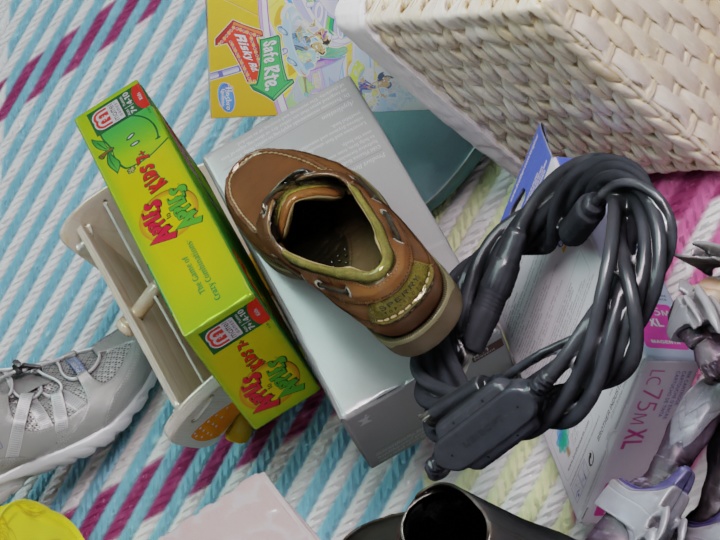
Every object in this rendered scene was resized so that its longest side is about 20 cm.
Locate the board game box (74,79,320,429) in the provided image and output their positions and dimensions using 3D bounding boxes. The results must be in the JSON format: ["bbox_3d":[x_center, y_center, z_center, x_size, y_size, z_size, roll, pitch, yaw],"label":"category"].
[{"bbox_3d":[-0.098,-0.011,1.548,0.048,0.102,0.200,-32,48,1],"label":"board game box"}]

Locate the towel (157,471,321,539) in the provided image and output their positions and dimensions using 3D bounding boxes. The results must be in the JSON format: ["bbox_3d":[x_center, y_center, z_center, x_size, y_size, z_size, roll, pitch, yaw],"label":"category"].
[{"bbox_3d":[-0.087,0.225,1.434,0.200,0.032,0.191,-33,45,-9],"label":"towel"}]

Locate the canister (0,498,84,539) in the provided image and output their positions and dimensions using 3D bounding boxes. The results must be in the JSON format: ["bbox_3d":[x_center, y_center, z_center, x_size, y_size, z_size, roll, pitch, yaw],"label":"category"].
[{"bbox_3d":[-0.275,0.251,1.719,0.200,0.086,0.149,-28,46,35],"label":"canister"}]

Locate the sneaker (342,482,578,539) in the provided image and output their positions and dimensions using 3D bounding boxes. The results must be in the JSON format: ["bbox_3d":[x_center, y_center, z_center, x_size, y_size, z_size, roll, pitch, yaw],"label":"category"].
[{"bbox_3d":[0.034,0.149,1.429,0.200,0.106,0.075,-4,61,46],"label":"sneaker"}]

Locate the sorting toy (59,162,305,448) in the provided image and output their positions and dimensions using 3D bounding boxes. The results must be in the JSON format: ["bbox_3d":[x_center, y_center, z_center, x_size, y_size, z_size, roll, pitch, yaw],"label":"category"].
[{"bbox_3d":[-0.068,-0.006,1.645,0.180,0.107,0.200,-45,47,14],"label":"sorting toy"}]

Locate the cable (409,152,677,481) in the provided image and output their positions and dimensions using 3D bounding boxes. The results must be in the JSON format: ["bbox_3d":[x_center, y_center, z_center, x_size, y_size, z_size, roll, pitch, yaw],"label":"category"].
[{"bbox_3d":[0.098,0.015,1.352,0.200,0.051,0.164,-44,23,39],"label":"cable"}]

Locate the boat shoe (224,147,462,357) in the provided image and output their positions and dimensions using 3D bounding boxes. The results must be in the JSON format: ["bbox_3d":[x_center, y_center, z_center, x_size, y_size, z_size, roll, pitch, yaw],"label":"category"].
[{"bbox_3d":[-0.019,-0.028,1.424,0.072,0.068,0.200,-50,42,-6],"label":"boat shoe"}]

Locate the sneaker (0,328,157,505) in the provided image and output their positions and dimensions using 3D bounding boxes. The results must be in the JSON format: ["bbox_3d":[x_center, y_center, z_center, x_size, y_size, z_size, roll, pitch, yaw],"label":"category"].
[{"bbox_3d":[-0.220,0.090,1.738,0.200,0.082,0.075,-35,28,-15],"label":"sneaker"}]

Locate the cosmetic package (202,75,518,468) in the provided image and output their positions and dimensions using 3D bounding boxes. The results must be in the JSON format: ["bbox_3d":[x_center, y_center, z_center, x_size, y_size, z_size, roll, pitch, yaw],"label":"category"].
[{"bbox_3d":[0.000,0.000,1.522,0.107,0.090,0.200,-27,64,-1],"label":"cosmetic package"}]

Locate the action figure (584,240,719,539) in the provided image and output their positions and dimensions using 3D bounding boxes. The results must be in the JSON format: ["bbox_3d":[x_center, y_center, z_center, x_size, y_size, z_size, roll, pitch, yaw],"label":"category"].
[{"bbox_3d":[0.183,0.069,1.304,0.069,0.130,0.201,9,75,53],"label":"action figure"}]

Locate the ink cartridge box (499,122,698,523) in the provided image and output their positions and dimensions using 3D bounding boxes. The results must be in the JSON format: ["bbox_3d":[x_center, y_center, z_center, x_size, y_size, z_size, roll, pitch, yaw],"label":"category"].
[{"bbox_3d":[0.122,0.025,1.434,0.200,0.042,0.120,-112,31,-45],"label":"ink cartridge box"}]

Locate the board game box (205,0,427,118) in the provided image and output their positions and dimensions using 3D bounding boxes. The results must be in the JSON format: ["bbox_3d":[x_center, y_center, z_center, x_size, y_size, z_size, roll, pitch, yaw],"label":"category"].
[{"bbox_3d":[-0.027,-0.193,1.558,0.034,0.134,0.201,-104,12,-68],"label":"board game box"}]

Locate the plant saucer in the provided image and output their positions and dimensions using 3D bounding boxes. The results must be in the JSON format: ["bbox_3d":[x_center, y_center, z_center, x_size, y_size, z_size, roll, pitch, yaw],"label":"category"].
[{"bbox_3d":[0.027,-0.103,1.684,0.200,0.027,0.201,-28,45,32],"label":"plant saucer"}]

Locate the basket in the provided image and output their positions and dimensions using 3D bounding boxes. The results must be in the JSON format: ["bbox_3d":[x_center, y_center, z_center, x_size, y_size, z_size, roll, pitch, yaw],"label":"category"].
[{"bbox_3d":[0.124,-0.177,1.488,0.160,0.200,0.199,0,62,46],"label":"basket"}]
